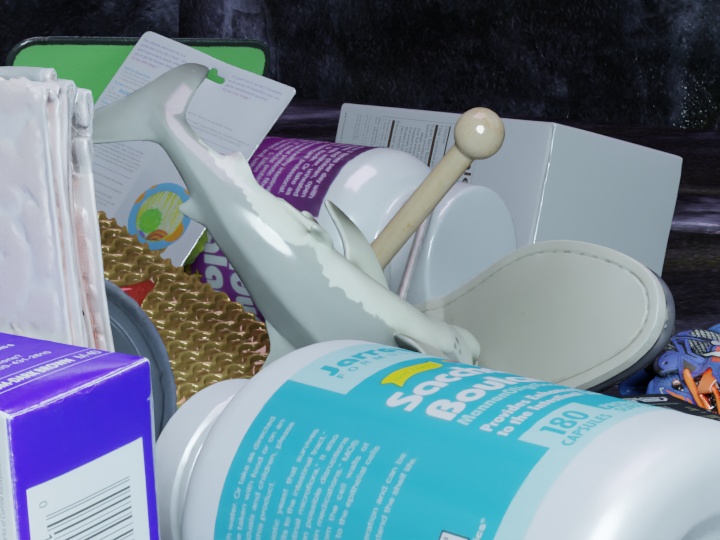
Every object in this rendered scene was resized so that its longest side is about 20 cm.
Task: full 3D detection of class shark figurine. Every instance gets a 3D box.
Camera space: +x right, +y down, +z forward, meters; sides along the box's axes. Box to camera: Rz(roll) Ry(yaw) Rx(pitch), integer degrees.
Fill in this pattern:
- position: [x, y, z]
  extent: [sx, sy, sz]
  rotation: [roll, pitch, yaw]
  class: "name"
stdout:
- position: [-0.038, 0.011, 0.817]
  extent: [0.214, 0.090, 0.128]
  rotation: [42, 11, -13]
  class: "shark figurine"

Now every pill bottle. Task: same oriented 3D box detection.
- position: [0.023, 0.082, 0.577]
  extent: [0.110, 0.112, 0.199]
  rotation: [-6, 12, -43]
  class: "pill bottle"
- position: [-0.019, -0.013, 1.070]
  extent: [0.199, 0.113, 0.112]
  rotation: [7, 10, 38]
  class: "pill bottle"

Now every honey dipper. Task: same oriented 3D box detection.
- position: [0.000, 0.000, 0.902]
  extent: [0.038, 0.200, 0.038]
  rotation: [28, 31, -18]
  class: "honey dipper"

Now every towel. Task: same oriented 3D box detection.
- position: [-0.154, 0.026, 0.651]
  extent: [0.199, 0.193, 0.032]
  rotation: [7, 18, 35]
  class: "towel"

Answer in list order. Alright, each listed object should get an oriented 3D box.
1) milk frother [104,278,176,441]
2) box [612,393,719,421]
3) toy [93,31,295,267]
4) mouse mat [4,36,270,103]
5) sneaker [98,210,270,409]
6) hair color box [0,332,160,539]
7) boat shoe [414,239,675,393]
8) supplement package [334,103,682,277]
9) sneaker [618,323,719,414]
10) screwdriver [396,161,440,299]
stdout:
- position: [-0.207, 0.046, 0.784]
  extent: [0.200, 0.181, 0.188]
  rotation: [-45, 24, -14]
  class: "milk frother"
- position: [0.072, 0.088, 0.769]
  extent: [0.198, 0.044, 0.160]
  rotation: [-2, 9, -22]
  class: "box"
- position: [-0.120, -0.020, 1.039]
  extent: [0.115, 0.201, 0.047]
  rotation: [24, -17, 35]
  class: "toy"
- position: [-0.139, -0.042, 1.131]
  extent: [0.160, 0.201, 0.008]
  rotation: [-3, 34, -31]
  class: "mouse mat"
- position: [-0.102, 0.049, 0.926]
  extent: [0.075, 0.091, 0.200]
  rotation: [-20, 48, -39]
  class: "sneaker"
- position: [-0.152, 0.072, 0.604]
  extent: [0.199, 0.110, 0.065]
  rotation: [8, 17, 33]
  class: "hair color box"
- position: [0.080, 0.036, 0.915]
  extent: [0.062, 0.073, 0.199]
  rotation: [17, -23, -34]
  class: "boat shoe"
- position: [0.083, -0.032, 1.245]
  extent: [0.121, 0.121, 0.199]
  rotation: [11, 0, -40]
  class: "supplement package"
- position: [0.171, 0.066, 0.896]
  extent: [0.078, 0.076, 0.200]
  rotation: [-9, 2, -8]
  class: "sneaker"
- position: [0.022, 0.017, 0.935]
  extent: [0.029, 0.028, 0.201]
  rotation: [10, 48, 16]
  class: "screwdriver"
